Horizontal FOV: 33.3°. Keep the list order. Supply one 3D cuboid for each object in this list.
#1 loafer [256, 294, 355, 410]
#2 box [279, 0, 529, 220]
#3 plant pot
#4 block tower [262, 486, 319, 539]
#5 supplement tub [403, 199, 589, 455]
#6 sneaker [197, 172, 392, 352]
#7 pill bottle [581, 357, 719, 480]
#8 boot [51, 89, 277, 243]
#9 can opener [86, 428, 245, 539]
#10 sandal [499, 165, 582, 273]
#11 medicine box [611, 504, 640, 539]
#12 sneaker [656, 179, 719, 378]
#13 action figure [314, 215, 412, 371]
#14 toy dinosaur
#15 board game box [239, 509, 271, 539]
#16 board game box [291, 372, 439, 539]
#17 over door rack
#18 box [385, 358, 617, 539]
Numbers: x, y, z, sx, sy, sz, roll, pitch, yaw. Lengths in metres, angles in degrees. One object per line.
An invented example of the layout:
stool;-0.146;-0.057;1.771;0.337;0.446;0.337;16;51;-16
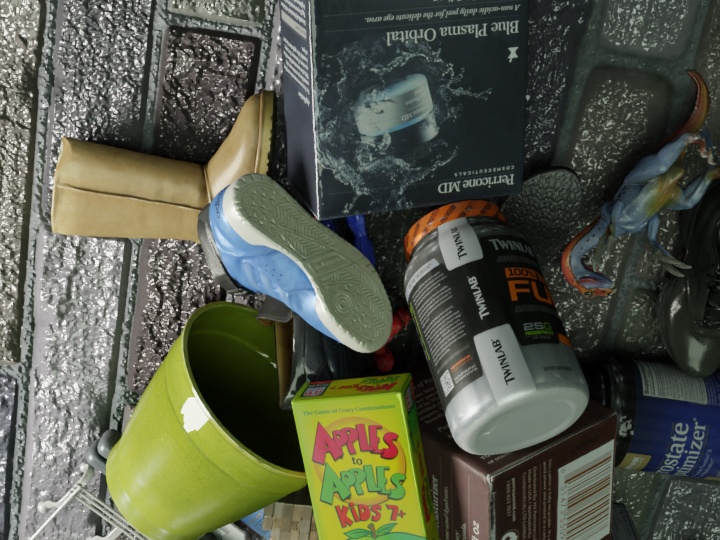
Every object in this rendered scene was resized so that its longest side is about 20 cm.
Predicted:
loafer;-0.064;0.036;1.145;0.072;0.073;0.201;-12;79;-23
box;0.037;-0.165;1.056;0.195;0.117;0.201;-8;115;-15
plant pot;-0.148;0.169;1.188;0.200;0.201;0.193;38;118;-16
block tower;-0.003;0.260;1.274;0.198;0.058;0.054;7;114;-4
supplement tub;0.110;0.046;1.042;0.122;0.201;0.123;-14;151;-8
sneaker;-0.065;0.004;1.094;0.200;0.077;0.111;43;148;-16
pill bottle;0.293;0.149;1.225;0.198;0.112;0.113;7;113;-5
boot;-0.184;-0.098;1.128;0.199;0.066;0.176;9;112;-5
can opener;-0.205;0.246;1.275;0.200;0.067;0.053;43;128;-13
sandal;0.160;-0.025;1.189;0.075;0.045;0.201;16;126;-3
medicine box;0.185;0.345;1.311;0.199;0.103;0.183;10;113;-5
sneaker;0.342;0.011;1.164;0.075;0.091;0.202;1;103;-9
action figure;0.000;0.000;1.184;0.065;0.099;0.201;-16;90;7
toy dinosaur;0.270;-0.058;1.145;0.181;0.201;0.105;-28;125;36
board game box;-0.041;0.220;1.294;0.103;0.019;0.200;40;106;-19
board game box;0.009;0.198;1.079;0.101;0.048;0.201;-6;105;16
over door rack;-0.305;0.323;1.294;0.148;0.067;0.200;41;85;-17
box;0.120;0.194;1.160;0.164;0.200;0.167;-20;120;-31
